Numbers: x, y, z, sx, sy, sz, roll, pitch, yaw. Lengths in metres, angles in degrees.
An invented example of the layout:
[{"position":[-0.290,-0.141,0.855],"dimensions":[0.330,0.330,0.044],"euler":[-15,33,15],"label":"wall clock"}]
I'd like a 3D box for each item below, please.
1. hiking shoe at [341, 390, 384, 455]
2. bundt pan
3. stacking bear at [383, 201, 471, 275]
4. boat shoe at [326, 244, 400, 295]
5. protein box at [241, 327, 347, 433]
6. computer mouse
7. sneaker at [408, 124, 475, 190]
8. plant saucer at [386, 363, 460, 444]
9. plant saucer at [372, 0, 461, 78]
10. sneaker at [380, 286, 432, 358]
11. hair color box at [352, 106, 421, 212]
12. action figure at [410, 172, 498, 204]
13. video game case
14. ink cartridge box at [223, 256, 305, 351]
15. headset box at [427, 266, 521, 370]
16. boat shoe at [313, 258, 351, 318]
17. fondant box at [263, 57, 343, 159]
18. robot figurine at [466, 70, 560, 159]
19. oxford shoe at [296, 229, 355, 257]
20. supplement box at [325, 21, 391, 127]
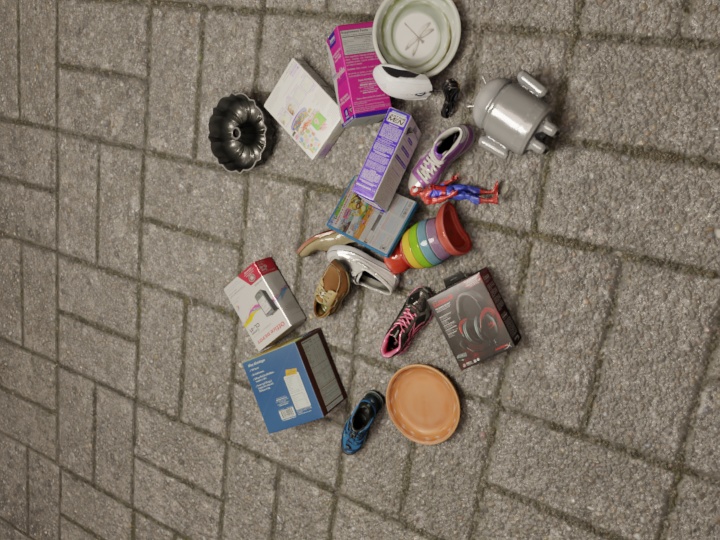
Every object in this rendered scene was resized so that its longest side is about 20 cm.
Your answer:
[{"position":[-0.012,0.404,1.533],"dimensions":[0.073,0.086,0.205],"euler":[30,112,18],"label":"hiking shoe"},{"position":[-0.308,-0.361,1.552],"dimensions":[0.196,0.075,0.209],"euler":[5,102,25],"label":"bundt pan"},{"position":[0.138,-0.055,1.362],"dimensions":[0.197,0.114,0.124],"euler":[-24,100,35],"label":"stacking bear"},{"position":[0.000,0.000,1.440],"dimensions":[0.194,0.066,0.075],"euler":[19,137,13],"label":"boat shoe"},{"position":[-0.176,0.293,1.570],"dimensions":[0.195,0.134,0.205],"euler":[-23,89,29],"label":"protein box"},{"position":[0.117,-0.391,1.278],"dimensions":[0.194,0.110,0.045],"euler":[15,71,0],"label":"computer mouse"},{"position":[0.162,-0.247,1.310],"dimensions":[0.073,0.114,0.201],"euler":[46,117,10],"label":"sneaker"},{"position":[0.158,0.328,1.461],"dimensions":[0.194,0.037,0.207],"euler":[6,103,26],"label":"plant saucer"},{"position":[0.123,-0.520,1.297],"dimensions":[0.193,0.050,0.208],"euler":[1,94,7],"label":"plant saucer"},{"position":[0.107,0.133,1.419],"dimensions":[0.078,0.095,0.204],"euler":[35,112,18],"label":"sneaker"},{"position":[0.062,-0.247,1.331],"dimensions":[0.064,0.109,0.204],"euler":[26,90,21],"label":"hair color box"},{"position":[0.206,-0.176,1.305],"dimensions":[0.193,0.067,0.053],"euler":[0,135,13],"label":"action figure"},{"position":[0.025,-0.131,1.398],"dimensions":[0.197,0.018,0.146],"euler":[28,84,33],"label":"video game case"},{"position":[-0.262,0.091,1.607],"dimensions":[0.146,0.085,0.203],"euler":[-36,81,27],"label":"ink cartridge box"},{"position":[0.255,0.101,1.347],"dimensions":[0.146,0.075,0.205],"euler":[-28,86,29],"label":"headset box"},{"position":[-0.076,0.057,1.465],"dimensions":[0.075,0.073,0.203],"euler":[41,145,20],"label":"boat shoe"},{"position":[-0.130,-0.400,1.464],"dimensions":[0.201,0.058,0.145],"euler":[48,116,13],"label":"fondant box"},{"position":[0.314,-0.319,1.217],"dimensions":[0.198,0.112,0.172],"euler":[37,109,16],"label":"robot figurine"},{"position":[-0.077,-0.066,1.492],"dimensions":[0.196,0.070,0.077],"euler":[-25,94,30],"label":"oxford shoe"},{"position":[-0.003,-0.445,1.345],"dimensions":[0.101,0.100,0.207],"euler":[-179,78,-72],"label":"supplement box"}]
